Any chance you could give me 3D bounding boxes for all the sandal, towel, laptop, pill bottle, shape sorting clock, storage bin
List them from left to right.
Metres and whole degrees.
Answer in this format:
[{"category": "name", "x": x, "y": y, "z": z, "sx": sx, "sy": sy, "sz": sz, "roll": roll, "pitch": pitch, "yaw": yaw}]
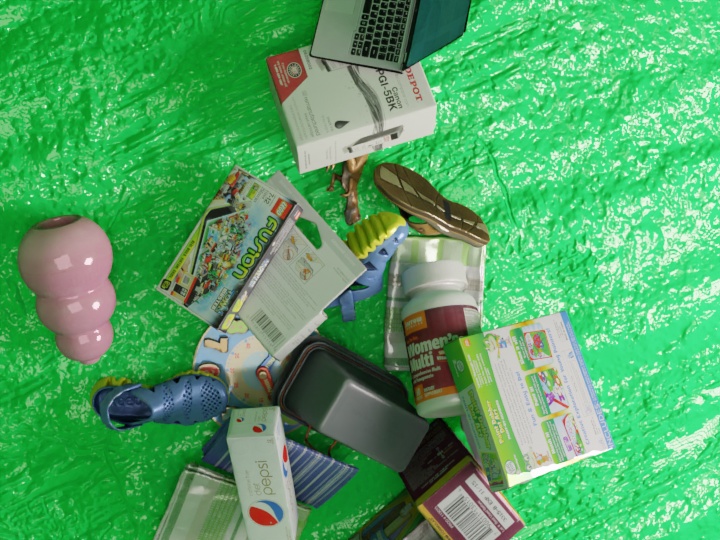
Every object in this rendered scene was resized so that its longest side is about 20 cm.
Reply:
[{"category": "sandal", "x": -0.281, "y": 0.188, "z": 1.462, "sx": 0.198, "sy": 0.087, "sz": 0.080, "roll": -7, "pitch": 100, "yaw": -1}, {"category": "towel", "x": -0.189, "y": 0.374, "z": 1.536, "sx": 0.198, "sy": 0.031, "sz": 0.150, "roll": 22, "pitch": 103, "yaw": -13}, {"category": "shape sorting clock", "x": -0.142, "y": 0.145, "z": 1.512, "sx": 0.198, "sy": 0.039, "sz": 0.202, "roll": -2, "pitch": 99, "yaw": -10}, {"category": "towel", "x": -0.118, "y": 0.272, "z": 1.501, "sx": 0.199, "sy": 0.145, "sz": 0.024, "roll": 25, "pitch": 49, "yaw": -13}, {"category": "storage bin", "x": -0.010, "y": 0.204, "z": 1.471, "sx": 0.199, "sy": 0.134, "sz": 0.146, "roll": 31, "pitch": 90, "yaw": -26}, {"category": "sandal", "x": 0.000, "y": 0.000, "z": 1.475, "sx": 0.087, "sy": 0.080, "sz": 0.200, "roll": 36, "pitch": 117, "yaw": -21}, {"category": "laptop", "x": 0.047, "y": -0.368, "z": 1.365, "sx": 0.198, "sy": 0.116, "sz": 0.189, "roll": 11, "pitch": 69, "yaw": 4}, {"category": "sandal", "x": 0.096, "y": -0.081, "z": 1.495, "sx": 0.199, "sy": 0.081, "sz": 0.054, "roll": 29, "pitch": 128, "yaw": -22}, {"category": "towel", "x": 0.111, "y": 0.050, "z": 1.544, "sx": 0.148, "sy": 0.031, "sz": 0.202, "roll": 2, "pitch": 99, "yaw": -11}, {"category": "pill bottle", "x": 0.115, "y": 0.095, "z": 1.456, "sx": 0.108, "sy": 0.110, "sz": 0.202, "roll": -7, "pitch": 73, "yaw": -8}]

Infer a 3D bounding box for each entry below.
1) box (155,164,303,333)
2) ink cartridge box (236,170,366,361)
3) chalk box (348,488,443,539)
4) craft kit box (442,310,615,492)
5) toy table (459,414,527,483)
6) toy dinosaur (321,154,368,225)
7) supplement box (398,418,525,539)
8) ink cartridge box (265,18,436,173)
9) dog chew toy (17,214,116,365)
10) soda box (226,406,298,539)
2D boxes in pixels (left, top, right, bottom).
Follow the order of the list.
[{"category": "box", "x": -0.176, "y": -0.029, "z": 1.422, "sx": 0.110, "sy": 0.035, "sz": 0.201, "roll": 30, "pitch": 85, "yaw": 16}, {"category": "ink cartridge box", "x": -0.113, "y": -0.008, "z": 1.445, "sx": 0.173, "sy": 0.044, "sz": 0.200, "roll": -42, "pitch": 73, "yaw": -1}, {"category": "chalk box", "x": 0.046, "y": 0.445, "z": 1.552, "sx": 0.200, "sy": 0.124, "sz": 0.125, "roll": -40, "pitch": 104, "yaw": 0}, {"category": "craft kit box", "x": 0.226, "y": 0.169, "z": 1.399, "sx": 0.196, "sy": 0.048, "sz": 0.202, "roll": -9, "pitch": 76, "yaw": -35}, {"category": "toy table", "x": 0.217, "y": 0.204, "z": 1.511, "sx": 0.182, "sy": 0.117, "sz": 0.202, "roll": -3, "pitch": 77, "yaw": 22}, {"category": "toy dinosaur", "x": -0.008, "y": -0.167, "z": 1.485, "sx": 0.106, "sy": 0.060, "sz": 0.202, "roll": 10, "pitch": 103, "yaw": -40}, {"category": "supplement box", "x": 0.135, "y": 0.314, "z": 1.504, "sx": 0.103, "sy": 0.200, "sz": 0.131, "roll": -41, "pitch": 104, "yaw": -1}, {"category": "ink cartridge box", "x": -0.012, "y": -0.236, "z": 1.421, "sx": 0.198, "sy": 0.083, "sz": 0.148, "roll": -18, "pitch": 72, "yaw": -7}, {"category": "dog chew toy", "x": -0.385, "y": 0.031, "z": 1.415, "sx": 0.123, "sy": 0.125, "sz": 0.202, "roll": -11, "pitch": 108, "yaw": -8}, {"category": "soda box", "x": -0.131, "y": 0.283, "z": 1.433, "sx": 0.067, "sy": 0.064, "sz": 0.202, "roll": -4, "pitch": 120, "yaw": 4}]
